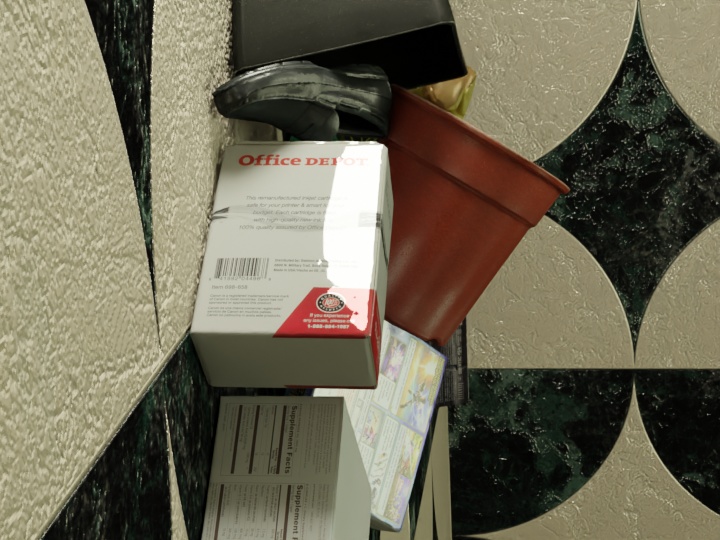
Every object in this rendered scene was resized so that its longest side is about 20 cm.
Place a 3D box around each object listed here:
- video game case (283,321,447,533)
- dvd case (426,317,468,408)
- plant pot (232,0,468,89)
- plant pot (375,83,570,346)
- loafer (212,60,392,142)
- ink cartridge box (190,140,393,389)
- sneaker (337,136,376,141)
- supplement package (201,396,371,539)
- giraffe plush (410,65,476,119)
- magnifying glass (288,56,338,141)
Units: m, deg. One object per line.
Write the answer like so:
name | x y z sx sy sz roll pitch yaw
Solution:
video game case | -0.002 0.144 1.393 0.181 0.045 0.201 35 63 -40
dvd case | 0.023 0.092 1.492 0.016 0.199 0.149 -134 -141 -65
plant pot | -0.017 -0.268 1.272 0.200 0.199 0.178 31 48 -80
plant pot | 0.068 -0.046 1.315 0.196 0.200 0.201 -60 174 5
loafer | -0.043 -0.143 1.187 0.200 0.068 0.071 -8 83 -47
ink cartridge box | -0.051 -0.007 1.128 0.084 0.144 0.201 81 12 -53
sneaker | -0.007 -0.169 1.525 0.200 0.084 0.075 103 -32 -49
supplement package | -0.059 0.221 1.184 0.200 0.110 0.156 78 14 -57
giraffe plush | 0.048 -0.207 1.756 0.200 0.162 0.173 6 106 -79
magnifying glass | -0.052 -0.148 1.395 0.022 0.079 0.201 -53 136 -77
